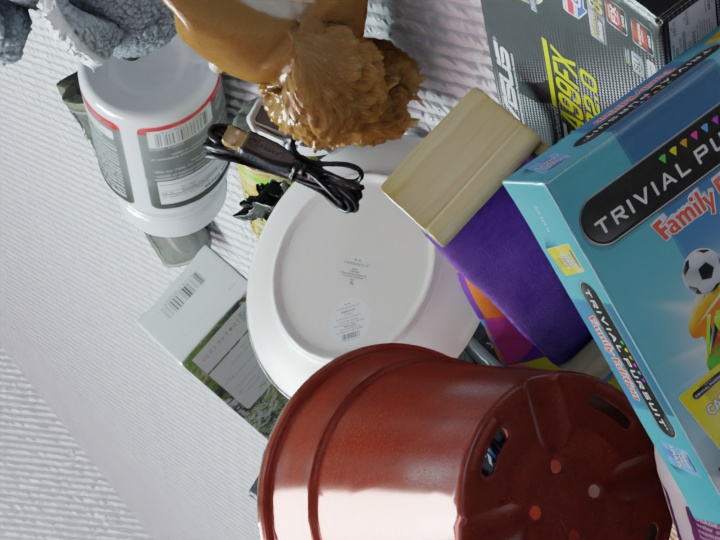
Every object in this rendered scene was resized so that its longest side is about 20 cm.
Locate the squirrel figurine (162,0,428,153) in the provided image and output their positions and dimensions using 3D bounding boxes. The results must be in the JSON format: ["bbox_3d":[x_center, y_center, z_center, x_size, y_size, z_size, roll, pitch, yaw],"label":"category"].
[{"bbox_3d":[-0.051,-0.154,1.552,0.200,0.141,0.187,57,170,0],"label":"squirrel figurine"}]

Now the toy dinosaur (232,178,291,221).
[{"bbox_3d":[-0.002,-0.041,1.760,0.136,0.102,0.200,43,148,-14],"label":"toy dinosaur"}]

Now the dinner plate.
[{"bbox_3d":[0.000,0.000,1.615,0.200,0.200,0.024,42,-170,36],"label":"dinner plate"}]

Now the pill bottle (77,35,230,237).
[{"bbox_3d":[-0.164,-0.118,1.968,0.114,0.114,0.200,48,162,23],"label":"pill bottle"}]

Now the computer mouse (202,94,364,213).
[{"bbox_3d":[-0.042,-0.092,1.629,0.109,0.044,0.200,16,-159,1],"label":"computer mouse"}]

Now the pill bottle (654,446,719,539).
[{"bbox_3d":[0.227,0.120,1.348,0.112,0.112,0.200,38,157,45],"label":"pill bottle"}]

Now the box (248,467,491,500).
[{"bbox_3d":[0.057,0.184,1.686,0.200,0.104,0.182,36,174,-38],"label":"box"}]

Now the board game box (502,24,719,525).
[{"bbox_3d":[0.182,0.000,1.164,0.200,0.151,0.047,59,162,-15],"label":"board game box"}]

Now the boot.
[{"bbox_3d":[-0.203,-0.091,2.207,0.182,0.072,0.200,-134,19,-76],"label":"boot"}]

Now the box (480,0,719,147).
[{"bbox_3d":[0.129,-0.115,1.277,0.160,0.044,0.200,43,160,34],"label":"box"}]

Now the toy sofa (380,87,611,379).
[{"bbox_3d":[0.108,-0.007,1.375,0.098,0.083,0.200,45,-179,43],"label":"toy sofa"}]

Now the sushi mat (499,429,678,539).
[{"bbox_3d":[0.165,0.135,1.625,0.200,0.012,0.096,47,129,9],"label":"sushi mat"}]

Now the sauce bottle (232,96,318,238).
[{"bbox_3d":[-0.059,-0.056,1.885,0.065,0.065,0.200,45,161,29],"label":"sauce bottle"}]

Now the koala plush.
[{"bbox_3d":[-0.196,-0.223,1.763,0.200,0.177,0.184,44,151,43],"label":"koala plush"}]

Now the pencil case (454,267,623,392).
[{"bbox_3d":[0.123,0.031,1.524,0.200,0.088,0.088,59,163,-22],"label":"pencil case"}]

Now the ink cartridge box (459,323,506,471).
[{"bbox_3d":[0.149,0.148,1.745,0.200,0.043,0.198,43,159,33],"label":"ink cartridge box"}]

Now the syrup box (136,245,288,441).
[{"bbox_3d":[-0.064,0.078,1.779,0.200,0.079,0.081,44,176,-38],"label":"syrup box"}]

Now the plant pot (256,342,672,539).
[{"bbox_3d":[0.071,0.139,1.428,0.201,0.201,0.195,58,153,-13],"label":"plant pot"}]
